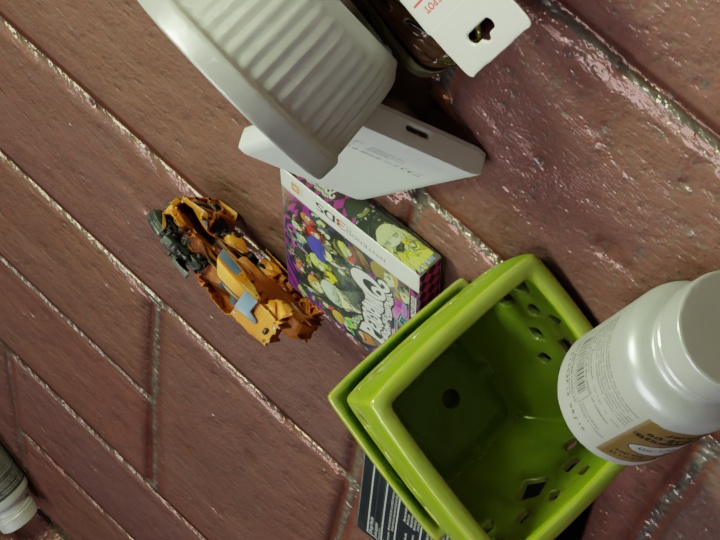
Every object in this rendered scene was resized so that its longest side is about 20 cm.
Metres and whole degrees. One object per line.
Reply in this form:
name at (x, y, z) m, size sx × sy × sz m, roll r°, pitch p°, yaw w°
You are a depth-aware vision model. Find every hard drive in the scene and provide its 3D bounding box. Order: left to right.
hard drive at (-0.002, -0.101, 1.553) m, size 0.132 × 0.027 × 0.200 m, roll 21°, pitch 166°, yaw -25°

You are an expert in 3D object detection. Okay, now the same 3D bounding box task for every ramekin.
ramekin at (-0.064, -0.174, 1.370) m, size 0.200 × 0.105 × 0.200 m, roll 45°, pitch -176°, yaw -4°

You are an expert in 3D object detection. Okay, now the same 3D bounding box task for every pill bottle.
pill bottle at (-0.680, 0.380, 3.390) m, size 0.200 × 0.111 × 0.111 m, roll 56°, pitch 155°, yaw -18°
pill bottle at (0.234, 0.071, 1.380) m, size 0.114 × 0.114 × 0.200 m, roll 47°, pitch 156°, yaw 2°

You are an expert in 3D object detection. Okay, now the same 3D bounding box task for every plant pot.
plant pot at (0.100, 0.120, 1.592) m, size 0.199 × 0.200 × 0.181 m, roll 53°, pitch 163°, yaw -11°

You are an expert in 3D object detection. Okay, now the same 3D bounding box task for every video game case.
video game case at (0.000, 0.000, 1.764) m, size 0.181 × 0.036 × 0.200 m, roll 39°, pitch 155°, yaw 23°

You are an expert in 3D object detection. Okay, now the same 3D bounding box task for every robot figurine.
robot figurine at (-0.129, -0.006, 1.898) m, size 0.200 × 0.058 × 0.145 m, roll 46°, pitch -162°, yaw 17°

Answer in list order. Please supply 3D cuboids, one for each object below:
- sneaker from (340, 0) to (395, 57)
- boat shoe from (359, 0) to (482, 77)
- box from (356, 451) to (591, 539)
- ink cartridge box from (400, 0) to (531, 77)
sneaker at (-0.038, -0.163, 1.524) m, size 0.072 × 0.083 × 0.200 m, roll 50°, pitch 156°, yaw -5°
boat shoe at (0.016, -0.233, 1.359) m, size 0.200 × 0.072 × 0.068 m, roll 44°, pitch 153°, yaw -14°
box at (0.109, 0.232, 1.820) m, size 0.198 × 0.123 × 0.200 m, roll 38°, pitch 152°, yaw 19°
ink cartridge box at (0.052, -0.242, 1.272) m, size 0.200 × 0.067 × 0.117 m, roll 50°, pitch 155°, yaw -2°
